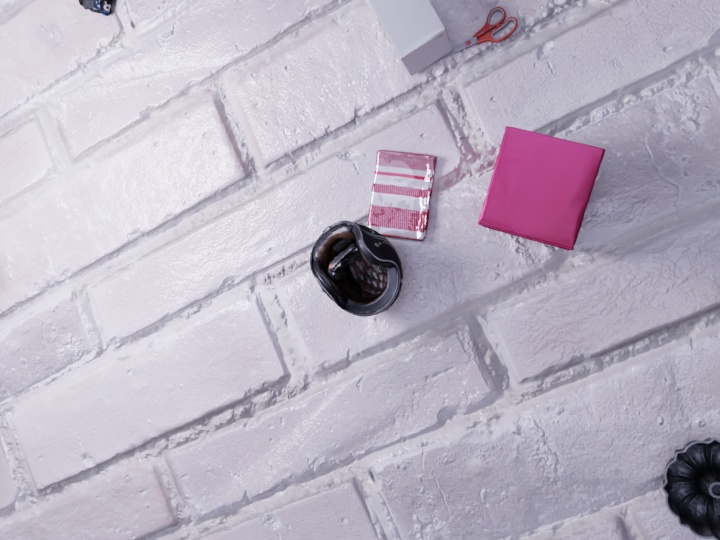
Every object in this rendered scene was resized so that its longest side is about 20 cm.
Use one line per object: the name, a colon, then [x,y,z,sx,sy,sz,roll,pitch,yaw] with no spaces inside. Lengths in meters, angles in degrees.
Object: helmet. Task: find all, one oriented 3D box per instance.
helmet: [0.000,0.000,1.418,0.199,0.191,0.201,-24,47,29]

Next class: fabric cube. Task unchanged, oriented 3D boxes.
fabric cube: [0.368,-0.162,1.313,0.195,0.200,0.201,16,96,14]

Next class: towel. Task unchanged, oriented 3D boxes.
towel: [0.093,-0.174,1.479,0.143,0.023,0.201,8,92,16]

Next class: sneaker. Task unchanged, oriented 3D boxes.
sneaker: [-0.646,-0.726,1.663,0.199,0.073,0.113,-3,92,24]

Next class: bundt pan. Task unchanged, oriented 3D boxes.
bundt pan: [0.707,0.429,1.280,0.200,0.076,0.203,0,90,16]

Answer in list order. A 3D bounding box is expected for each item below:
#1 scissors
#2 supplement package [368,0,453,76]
scissors: [0.258,-0.513,1.438,0.200,0.014,0.073,-36,81,12]
supplement package: [0.106,-0.564,1.423,0.117,0.117,0.201,-29,79,12]
